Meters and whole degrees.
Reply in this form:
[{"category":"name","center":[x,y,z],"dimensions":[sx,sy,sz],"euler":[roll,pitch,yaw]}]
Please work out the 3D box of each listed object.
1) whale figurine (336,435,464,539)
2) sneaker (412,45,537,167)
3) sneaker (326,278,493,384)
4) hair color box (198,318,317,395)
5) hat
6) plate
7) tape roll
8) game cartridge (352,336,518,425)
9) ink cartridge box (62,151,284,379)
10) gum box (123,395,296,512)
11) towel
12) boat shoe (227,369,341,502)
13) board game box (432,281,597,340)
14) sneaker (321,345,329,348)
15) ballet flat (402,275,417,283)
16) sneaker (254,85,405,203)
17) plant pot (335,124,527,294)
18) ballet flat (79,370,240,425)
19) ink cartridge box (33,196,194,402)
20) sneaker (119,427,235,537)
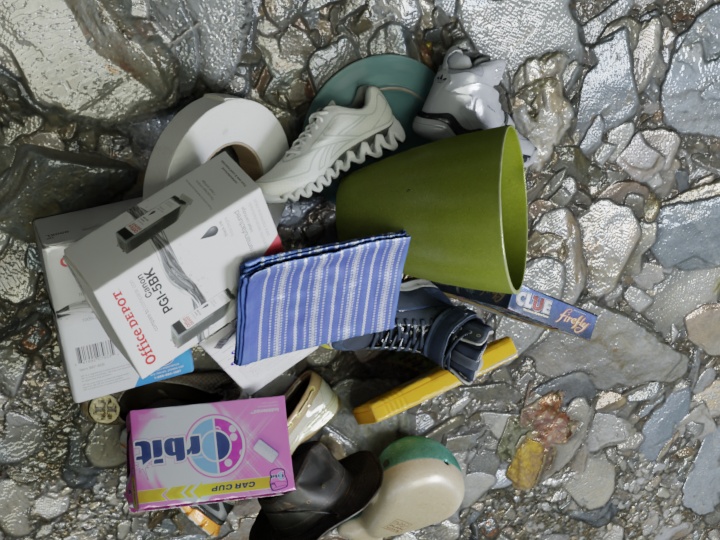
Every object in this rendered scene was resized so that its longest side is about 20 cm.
[{"category":"whale figurine","center":[0.051,0.303,1.696],"dimensions":[0.158,0.104,0.200],"euler":[24,129,-32]},{"category":"sneaker","center":[0.154,-0.195,1.483],"dimensions":[0.199,0.075,0.116],"euler":[11,100,-42]},{"category":"sneaker","center":[0.066,0.079,1.453],"dimensions":[0.201,0.146,0.077],"euler":[-16,134,-43]},{"category":"hair color box","center":[-0.129,0.067,1.451],"dimensions":[0.109,0.065,0.200],"euler":[-35,156,-4]},{"category":"hat","center":[-0.074,0.272,1.572],"dimensions":[0.200,0.201,0.081],"euler":[-33,107,-5]},{"category":"plate","center":[0.026,-0.158,1.479],"dimensions":[0.198,0.026,0.202],"euler":[-10,119,-18]},{"category":"tape roll","center":[-0.156,-0.095,1.372],"dimensions":[0.202,0.037,0.205],"euler":[-25,123,-45]},{"category":"game cartridge","center":[0.089,0.144,1.583],"dimensions":[0.198,0.176,0.033],"euler":[-23,86,-11]},{"category":"ink cartridge box","center":[-0.184,-0.004,1.279],"dimensions":[0.199,0.083,0.147],"euler":[-34,138,-14]},{"category":"gum box","center":[-0.185,0.219,1.470],"dimensions":[0.198,0.066,0.115],"euler":[-4,77,-16]},{"category":"towel","center":[-0.042,0.032,1.330],"dimensions":[0.198,0.024,0.146],"euler":[-12,134,-23]},{"category":"boat shoe","center":[-0.114,0.207,1.567],"dimensions":[0.200,0.074,0.067],"euler":[-44,114,-24]},{"category":"board game box","center":[0.181,0.036,1.539],"dimensions":[0.135,0.200,0.035],"euler":[20,88,-30]},{"category":"sneaker","center":[0.000,0.000,1.484],"dimensions":[0.201,0.074,0.085],"euler":[-60,152,-7]},{"category":"ballet flat","center":[0.040,0.013,1.550],"dimensions":[0.200,0.071,0.065],"euler":[-41,141,5]},{"category":"sneaker","center":[-0.045,-0.141,1.399],"dimensions":[0.199,0.075,0.082],"euler":[-33,115,-22]},{"category":"plant pot","center":[0.078,-0.065,1.402],"dimensions":[0.198,0.188,0.189],"euler":[-2,122,16]},{"category":"ballet flat","center":[-0.242,0.158,1.511],"dimensions":[0.198,0.046,0.068],"euler":[-3,116,-22]},{"category":"ink cartridge box","center":[-0.280,0.030,1.406],"dimensions":[0.143,0.084,0.202],"euler":[-14,119,-18]},{"category":"sneaker","center":[-0.227,0.252,1.556],"dimensions":[0.077,0.078,0.200],"euler":[-48,127,-13]}]
